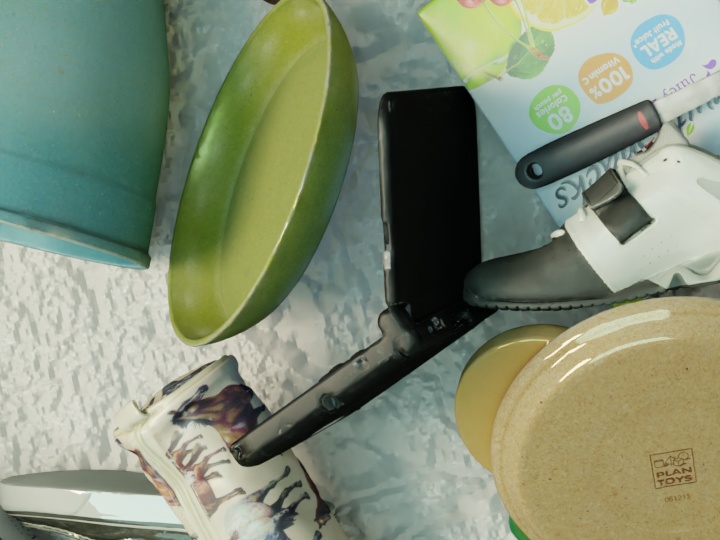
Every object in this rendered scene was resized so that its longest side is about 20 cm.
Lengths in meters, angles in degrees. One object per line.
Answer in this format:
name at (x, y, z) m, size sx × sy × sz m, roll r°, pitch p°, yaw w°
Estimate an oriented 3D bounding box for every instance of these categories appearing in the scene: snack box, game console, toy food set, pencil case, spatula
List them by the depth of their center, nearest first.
spatula at (0.170, -0.090, 1.280) m, size 0.200 × 0.021 × 0.057 m, roll -25°, pitch 94°, yaw 15°
game console at (0.000, 0.000, 1.295) m, size 0.176 × 0.200 × 0.116 m, roll -36°, pitch 85°, yaw 16°
toy food set at (0.163, 0.092, 1.302) m, size 0.200 × 0.049 × 0.198 m, roll -23°, pitch 122°, yaw 14°
snack box at (0.145, -0.098, 1.324) m, size 0.142 × 0.053 × 0.200 m, roll -34°, pitch 87°, yaw 16°
pencil case at (-0.057, 0.141, 1.324) m, size 0.078 × 0.089 × 0.200 m, roll -27°, pitch 98°, yaw 30°

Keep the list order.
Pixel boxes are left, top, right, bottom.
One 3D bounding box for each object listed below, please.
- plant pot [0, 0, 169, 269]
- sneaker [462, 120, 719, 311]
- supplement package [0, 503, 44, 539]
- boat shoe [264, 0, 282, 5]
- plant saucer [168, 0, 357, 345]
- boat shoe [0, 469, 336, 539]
plant pot at (-0.190, -0.114, 1.348) m, size 0.200 × 0.200 × 0.188 m, roll 13°, pitch 85°, yaw 13°
sneaker at (0.146, -0.029, 1.271) m, size 0.200 × 0.074 × 0.089 m, roll -12°, pitch 93°, yaw 5°
supplement package at (-0.271, 0.211, 1.364) m, size 0.151 × 0.200 × 0.152 m, roll -51°, pitch 61°, yaw 15°
boat shoe at (-0.105, -0.231, 1.376) m, size 0.200 × 0.072 × 0.076 m, roll 34°, pitch 88°, yaw 2°
plant saucer at (-0.049, -0.051, 1.317) m, size 0.031 × 0.200 × 0.200 m, roll 20°, pitch 102°, yaw -21°
boat shoe at (-0.114, 0.155, 1.407) m, size 0.200 × 0.071 × 0.064 m, roll 7°, pitch 96°, yaw 12°
